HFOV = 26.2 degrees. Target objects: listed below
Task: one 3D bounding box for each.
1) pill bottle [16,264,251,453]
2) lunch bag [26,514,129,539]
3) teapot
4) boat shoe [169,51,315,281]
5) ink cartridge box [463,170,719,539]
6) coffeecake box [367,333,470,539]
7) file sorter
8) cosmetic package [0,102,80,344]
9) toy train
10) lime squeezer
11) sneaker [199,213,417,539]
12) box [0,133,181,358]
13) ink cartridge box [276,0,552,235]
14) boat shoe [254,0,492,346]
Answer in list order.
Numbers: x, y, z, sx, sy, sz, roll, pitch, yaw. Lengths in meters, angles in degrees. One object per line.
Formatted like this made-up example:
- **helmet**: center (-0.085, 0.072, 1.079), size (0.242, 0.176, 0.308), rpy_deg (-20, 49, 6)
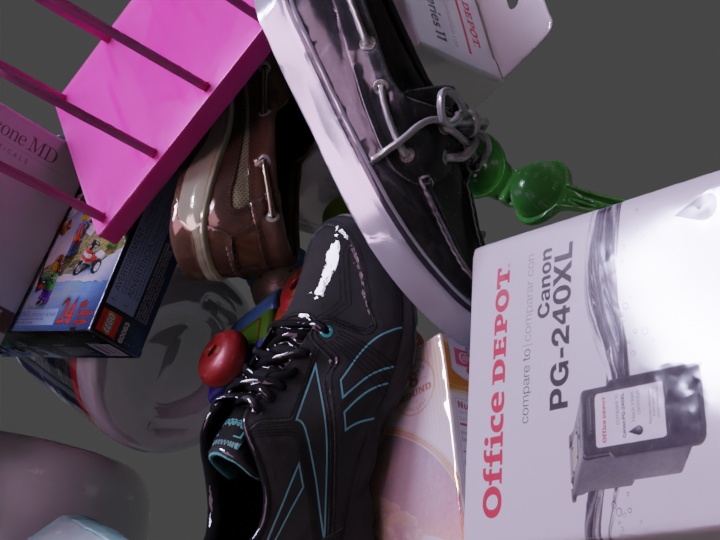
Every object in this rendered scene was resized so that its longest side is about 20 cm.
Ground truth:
- **pill bottle**: center (-0.162, 0.033, 1.006), size (0.200, 0.119, 0.120), rpy_deg (23, 93, 55)
- **lunch bag**: center (-0.146, 0.242, 0.821), size (0.170, 0.122, 0.201), rpy_deg (17, 81, 53)
- **teapot**: center (-0.229, 0.186, 0.963), size (0.197, 0.199, 0.147), rpy_deg (-14, 60, 48)
- **boat shoe**: center (-0.046, -0.085, 0.849), size (0.074, 0.075, 0.203), rpy_deg (0, 64, 17)
- **ink cartridge box**: center (0.137, 0.047, 0.635), size (0.200, 0.083, 0.146), rpy_deg (-19, 61, 47)
- **coffeecake box**: center (0.025, 0.155, 0.745), size (0.153, 0.073, 0.201), rpy_deg (-35, 49, 41)
- **file sorter**: center (-0.132, -0.149, 0.808), size (0.200, 0.125, 0.139), rpy_deg (-49, 38, 18)
- **cosmetic package**: center (-0.247, -0.002, 0.878), size (0.074, 0.102, 0.201), rpy_deg (13, 75, 52)
- **toy train**: center (0.000, 0.000, 0.854), size (0.200, 0.085, 0.116), rpy_deg (-38, 30, 31)
- **lime squeezer**: center (0.075, -0.055, 0.784), size (0.199, 0.071, 0.038), rpy_deg (26, 64, 25)
- **sneaker**: center (-0.027, 0.063, 0.725), size (0.075, 0.079, 0.201), rpy_deg (-15, 62, 50)
- **box**: center (-0.175, -0.017, 0.922), size (0.200, 0.038, 0.137), rpy_deg (-4, 61, 49)
- **ink cartridge box**: center (0.011, -0.124, 0.889), size (0.200, 0.067, 0.118), rpy_deg (-43, 44, 34)
- **boat shoe**: center (0.025, -0.063, 0.731), size (0.068, 0.074, 0.200), rpy_deg (-31, 78, 21)
